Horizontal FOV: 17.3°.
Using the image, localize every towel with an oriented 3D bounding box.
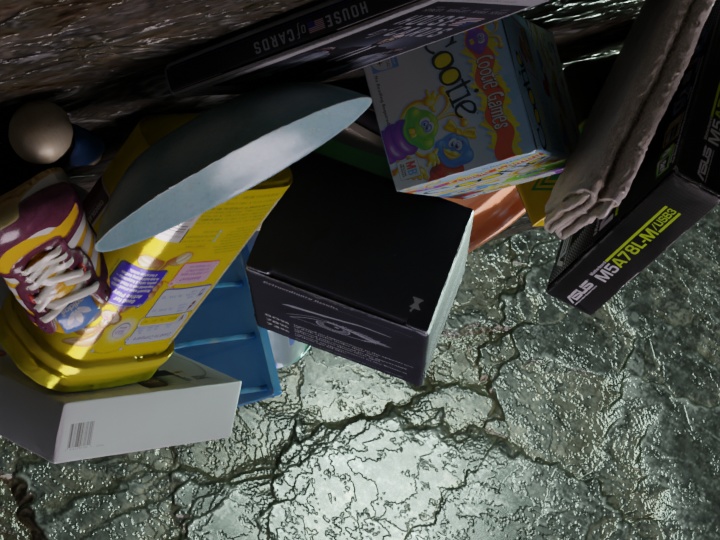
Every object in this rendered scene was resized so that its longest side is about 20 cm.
[{"bbox_3d":[0.188,-0.118,1.608,0.034,0.201,0.133,27,169,-5],"label":"towel"}]

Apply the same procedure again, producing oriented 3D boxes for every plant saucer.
[{"bbox_3d":[0.083,-0.060,1.973,0.200,0.038,0.200,-29,164,-9],"label":"plant saucer"},{"bbox_3d":[-0.088,-0.076,1.497,0.200,0.039,0.201,-28,177,-2],"label":"plant saucer"}]

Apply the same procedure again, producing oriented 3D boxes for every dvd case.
[{"bbox_3d":[0.000,-0.147,1.451,0.199,0.025,0.150,-17,177,28],"label":"dvd case"}]

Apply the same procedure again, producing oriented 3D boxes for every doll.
[{"bbox_3d":[-0.233,-0.066,1.514,0.136,0.049,0.200,-14,177,-30],"label":"doll"}]

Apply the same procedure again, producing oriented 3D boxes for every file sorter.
[{"bbox_3d":[-0.177,0.029,2.016,0.138,0.201,0.122,-18,173,35],"label":"file sorter"}]

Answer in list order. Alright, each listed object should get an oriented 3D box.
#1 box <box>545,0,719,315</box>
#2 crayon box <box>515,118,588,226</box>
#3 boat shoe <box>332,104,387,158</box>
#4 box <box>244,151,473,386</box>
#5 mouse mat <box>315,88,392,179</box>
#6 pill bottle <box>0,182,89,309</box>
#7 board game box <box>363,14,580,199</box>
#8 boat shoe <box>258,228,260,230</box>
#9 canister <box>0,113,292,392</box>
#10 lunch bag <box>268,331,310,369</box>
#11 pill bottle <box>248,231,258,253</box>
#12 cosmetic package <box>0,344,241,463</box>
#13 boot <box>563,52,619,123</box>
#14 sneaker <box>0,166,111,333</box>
[{"bbox_3d":[0.213,-0.093,1.667,0.047,0.201,0.193,28,148,-12],"label":"box"},{"bbox_3d":[0.239,-0.098,1.907,0.172,0.058,0.200,-32,166,27],"label":"crayon box"},{"bbox_3d":[0.029,-0.115,1.792,0.072,0.063,0.200,17,179,39],"label":"boat shoe"},{"bbox_3d":[0.000,0.000,1.800,0.147,0.105,0.200,21,167,4],"label":"box"},{"bbox_3d":[-0.004,-0.099,1.847,0.199,0.008,0.161,-14,155,-25],"label":"mouse mat"},{"bbox_3d":[-0.272,-0.003,1.868,0.104,0.105,0.200,-13,176,-29],"label":"pill bottle"},{"bbox_3d":[0.083,-0.114,1.663,0.103,0.105,0.200,-16,176,14],"label":"board game box"},{"bbox_3d":[-0.026,-0.087,1.939,0.199,0.072,0.065,-15,165,-22],"label":"boat shoe"},{"bbox_3d":[-0.153,-0.015,1.690,0.148,0.087,0.200,-6,140,-55],"label":"canister"},{"bbox_3d":[-0.100,0.006,2.149,0.160,0.077,0.200,8,-141,24],"label":"lunch bag"},{"bbox_3d":[-0.002,-0.060,2.074,0.199,0.112,0.111,-14,176,-23],"label":"pill bottle"},{"bbox_3d":[-0.211,0.089,1.790,0.150,0.052,0.200,19,-167,34],"label":"cosmetic package"},{"bbox_3d":[0.229,-0.155,1.960,0.075,0.074,0.200,-20,177,-36],"label":"boot"},{"bbox_3d":[-0.195,-0.007,1.502,0.075,0.090,0.200,-27,177,2],"label":"sneaker"}]
